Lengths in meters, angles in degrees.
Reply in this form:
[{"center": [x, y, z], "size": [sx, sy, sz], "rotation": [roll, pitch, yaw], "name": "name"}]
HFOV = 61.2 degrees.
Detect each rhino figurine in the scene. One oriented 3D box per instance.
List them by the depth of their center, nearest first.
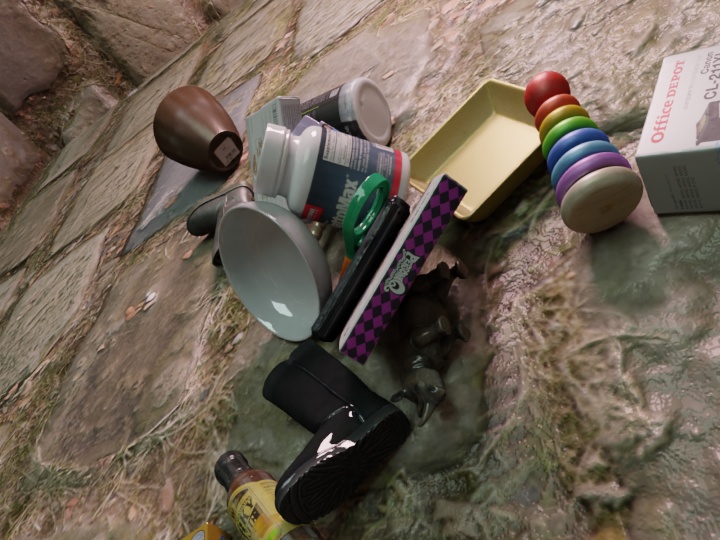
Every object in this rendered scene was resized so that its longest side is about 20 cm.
[{"center": [0.072, 0.078, 0.656], "size": [0.087, 0.059, 0.204], "rotation": [-36, 32, 38], "name": "rhino figurine"}]

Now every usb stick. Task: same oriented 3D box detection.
[{"center": [0.000, 0.000, 0.760], "size": [0.032, 0.055, 0.203], "rotation": [32, 95, 18], "name": "usb stick"}]

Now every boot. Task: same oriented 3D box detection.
[{"center": [-0.062, 0.166, 0.677], "size": [0.162, 0.067, 0.198], "rotation": [-28, 32, -25], "name": "boot"}, {"center": [-0.268, -0.071, 1.169], "size": [0.179, 0.072, 0.203], "rotation": [-34, 42, 18], "name": "boot"}]

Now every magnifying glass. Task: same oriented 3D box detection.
[{"center": [-0.005, -0.036, 0.774], "size": [0.022, 0.203, 0.079], "rotation": [32, 46, 17], "name": "magnifying glass"}]

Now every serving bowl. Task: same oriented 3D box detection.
[{"center": [-0.108, -0.007, 0.836], "size": [0.196, 0.205, 0.065], "rotation": [-1, 26, 45], "name": "serving bowl"}]

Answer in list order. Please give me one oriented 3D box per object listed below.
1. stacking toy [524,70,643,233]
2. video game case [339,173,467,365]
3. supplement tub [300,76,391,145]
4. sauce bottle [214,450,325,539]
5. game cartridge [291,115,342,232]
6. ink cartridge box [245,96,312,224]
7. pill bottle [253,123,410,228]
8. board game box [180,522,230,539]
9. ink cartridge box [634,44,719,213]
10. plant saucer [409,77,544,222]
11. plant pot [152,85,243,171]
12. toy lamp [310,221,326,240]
[{"center": [0.232, -0.145, 0.667], "size": [0.084, 0.085, 0.205], "rotation": [-26, 52, 23], "name": "stacking toy"}, {"center": [0.043, -0.006, 0.679], "size": [0.204, 0.035, 0.181], "rotation": [-60, 1, 4], "name": "video game case"}, {"center": [-0.051, -0.247, 1.069], "size": [0.196, 0.123, 0.125], "rotation": [-11, 45, 37], "name": "supplement tub"}, {"center": [-0.105, 0.259, 0.652], "size": [0.065, 0.065, 0.198], "rotation": [-51, 34, -13], "name": "sauce bottle"}, {"center": [-0.041, -0.145, 0.931], "size": [0.197, 0.039, 0.131], "rotation": [32, 78, 15], "name": "game cartridge"}, {"center": [-0.144, -0.179, 1.054], "size": [0.042, 0.208, 0.172], "rotation": [-8, 6, -26], "name": "ink cartridge box"}, {"center": [-0.040, -0.124, 0.819], "size": [0.119, 0.194, 0.124], "rotation": [-167, 90, -79], "name": "pill bottle"}, {"center": [-0.199, 0.394, 0.627], "size": [0.151, 0.040, 0.202], "rotation": [-36, 35, 12], "name": "board game box"}, {"center": [0.372, -0.138, 0.555], "size": [0.196, 0.083, 0.148], "rotation": [0, 54, 45], "name": "ink cartridge box"}, {"center": [0.167, -0.156, 0.815], "size": [0.200, 0.049, 0.200], "rotation": [-44, 34, 0], "name": "plant saucer"}, {"center": [-0.361, -0.312, 1.431], "size": [0.188, 0.188, 0.198], "rotation": [-48, 50, -8], "name": "plant pot"}, {"center": [-0.067, -0.069, 0.958], "size": [0.057, 0.058, 0.204], "rotation": [-7, 49, 41], "name": "toy lamp"}]
